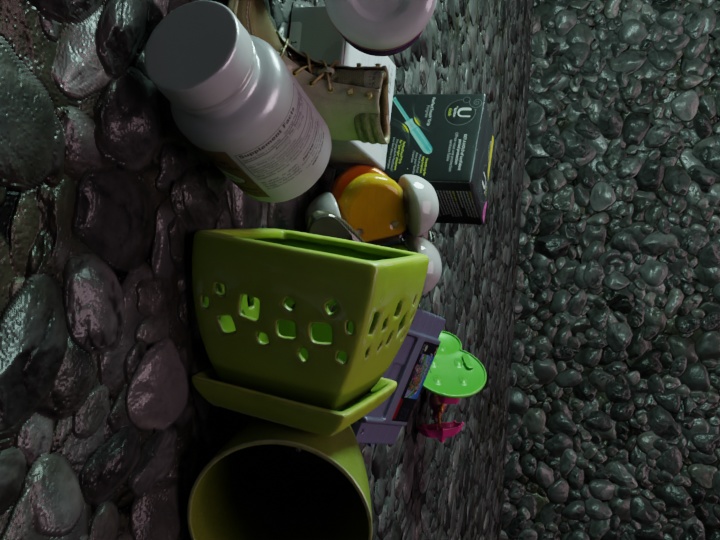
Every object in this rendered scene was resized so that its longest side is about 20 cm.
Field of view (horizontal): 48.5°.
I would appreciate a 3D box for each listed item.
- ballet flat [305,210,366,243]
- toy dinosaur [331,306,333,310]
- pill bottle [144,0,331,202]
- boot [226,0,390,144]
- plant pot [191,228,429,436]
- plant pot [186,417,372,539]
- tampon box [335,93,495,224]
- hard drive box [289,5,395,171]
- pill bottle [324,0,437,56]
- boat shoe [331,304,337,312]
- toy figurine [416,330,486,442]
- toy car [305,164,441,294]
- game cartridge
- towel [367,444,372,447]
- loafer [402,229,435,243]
[{"bbox_3d":[0.000,0.000,1.001,0.200,0.067,0.046,47,2,-25],"label":"ballet flat"},{"bbox_3d":[-0.059,0.112,1.037,0.106,0.060,0.200,-68,173,-57],"label":"toy dinosaur"},{"bbox_3d":[-0.111,-0.153,0.748,0.200,0.114,0.115,48,49,-63],"label":"pill bottle"},{"bbox_3d":[-0.050,-0.212,0.848,0.200,0.154,0.072,73,27,-48],"label":"boot"},{"bbox_3d":[-0.055,0.058,0.840,0.199,0.199,0.182,-11,111,-70],"label":"plant pot"},{"bbox_3d":[-0.070,0.221,0.880,0.200,0.186,0.188,-71,160,-71],"label":"plant pot"},{"bbox_3d":[0.087,-0.163,1.180,0.126,0.199,0.150,57,42,-60],"label":"tampon box"},{"bbox_3d":[-0.023,-0.229,1.039,0.200,0.077,0.156,24,70,-70],"label":"hard drive box"},{"bbox_3d":[0.022,-0.287,0.846,0.200,0.112,0.113,-83,173,-78],"label":"pill bottle"},{"bbox_3d":[-0.009,0.087,0.958,0.074,0.075,0.201,39,-64,59],"label":"boat shoe"},{"bbox_3d":[0.163,0.256,1.644,0.200,0.150,0.185,-101,-166,-55],"label":"toy figurine"},{"bbox_3d":[0.010,-0.048,1.096,0.150,0.174,0.201,-128,-152,-61],"label":"toy car"},{"bbox_3d":[0.052,0.148,1.120,0.130,0.038,0.201,22,90,-54],"label":"game cartridge"},{"bbox_3d":[0.049,0.177,1.227,0.145,0.024,0.200,-47,157,-28],"label":"towel"},{"bbox_3d":[0.087,-0.128,1.299,0.073,0.071,0.201,-7,80,-62],"label":"loafer"}]
